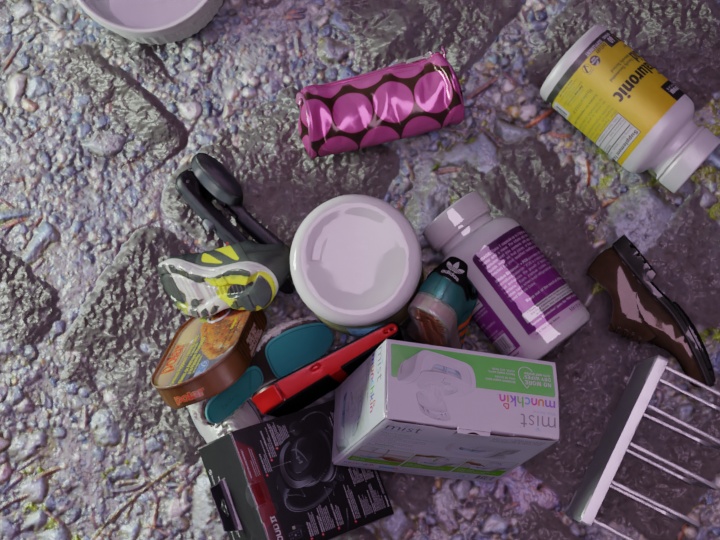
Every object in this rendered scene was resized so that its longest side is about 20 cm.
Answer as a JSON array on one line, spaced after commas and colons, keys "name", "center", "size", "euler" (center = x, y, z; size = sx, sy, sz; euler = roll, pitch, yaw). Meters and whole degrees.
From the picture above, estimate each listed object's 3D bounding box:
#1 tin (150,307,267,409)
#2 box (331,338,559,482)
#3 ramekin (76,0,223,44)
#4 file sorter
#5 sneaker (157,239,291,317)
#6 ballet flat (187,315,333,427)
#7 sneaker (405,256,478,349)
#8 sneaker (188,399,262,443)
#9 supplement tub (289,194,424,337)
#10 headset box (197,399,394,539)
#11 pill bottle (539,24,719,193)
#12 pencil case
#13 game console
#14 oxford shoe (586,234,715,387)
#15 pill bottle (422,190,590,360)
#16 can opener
[{"name": "tin", "center": [-0.170, 0.090, 1.587], "size": [0.112, 0.200, 0.042], "euler": [-17, 112, 18]}, {"name": "box", "center": [0.090, 0.160, 1.526], "size": [0.200, 0.176, 0.097], "euler": [9, 64, -16]}, {"name": "ramekin", "center": [-0.252, -0.369, 1.693], "size": [0.200, 0.105, 0.200], "euler": [-1, 82, 4]}, {"name": "file sorter", "center": [0.335, 0.214, 1.563], "size": [0.124, 0.139, 0.200], "euler": [26, 85, 4]}, {"name": "sneaker", "center": [-0.154, 0.006, 1.631], "size": [0.085, 0.200, 0.075], "euler": [-40, 121, -39]}, {"name": "ballet flat", "center": [-0.125, 0.106, 1.624], "size": [0.200, 0.072, 0.072], "euler": [-32, 81, -27]}, {"name": "sneaker", "center": [0.099, 0.044, 1.571], "size": [0.071, 0.200, 0.080], "euler": [30, 76, 10]}, {"name": "sneaker", "center": [-0.139, 0.203, 1.625], "size": [0.073, 0.071, 0.200], "euler": [-36, 82, -2]}, {"name": "supplement tub", "center": [0.000, 0.000, 1.579], "size": [0.144, 0.200, 0.145], "euler": [0, 82, 4]}, {"name": "headset box", "center": [-0.078, 0.239, 1.559], "size": [0.200, 0.077, 0.149], "euler": [-14, 79, -41]}, {"name": "pill bottle", "center": [0.318, -0.185, 1.630], "size": [0.200, 0.111, 0.111], "euler": [42, 87, 7]}, {"name": "pencil case", "center": [0.020, -0.200, 1.664], "size": [0.200, 0.091, 0.094], "euler": [-16, 117, -1]}, {"name": "game console", "center": [-0.032, 0.111, 1.566], "size": [0.177, 0.200, 0.031], "euler": [-32, 82, -1]}, {"name": "oxford shoe", "center": [0.337, 0.062, 1.623], "size": [0.084, 0.073, 0.200], "euler": [-38, 75, 9]}, {"name": "pill bottle", "center": [0.164, 0.010, 1.613], "size": [0.112, 0.112, 0.200], "euler": [-37, 82, -2]}, {"name": "can opener", "center": [-0.145, -0.050, 1.667], "size": [0.063, 0.079, 0.200], "euler": [-40, 91, -10]}]
